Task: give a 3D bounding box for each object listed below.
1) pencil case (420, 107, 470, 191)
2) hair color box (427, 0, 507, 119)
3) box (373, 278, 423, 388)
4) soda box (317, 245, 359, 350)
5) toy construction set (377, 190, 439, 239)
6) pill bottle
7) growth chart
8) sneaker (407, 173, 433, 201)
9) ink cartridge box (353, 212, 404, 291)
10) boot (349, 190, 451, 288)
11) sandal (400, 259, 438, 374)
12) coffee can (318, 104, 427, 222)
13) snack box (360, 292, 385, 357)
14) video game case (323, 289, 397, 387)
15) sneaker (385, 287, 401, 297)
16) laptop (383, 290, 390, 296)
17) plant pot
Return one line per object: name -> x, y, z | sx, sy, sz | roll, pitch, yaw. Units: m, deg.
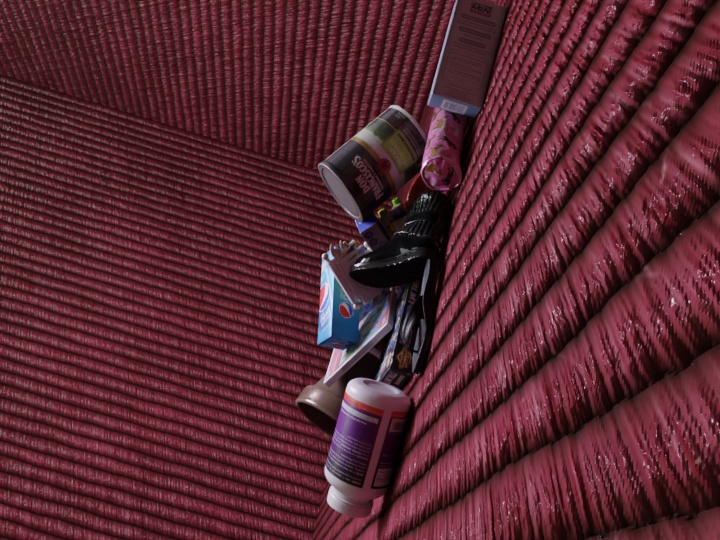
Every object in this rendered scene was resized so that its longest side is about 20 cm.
pencil case -> 0.166, -0.243, 1.108 | 0.083, 0.086, 0.202 | -45, 21, 45
hair color box -> 0.201, -0.403, 1.082 | 0.061, 0.097, 0.204 | 108, 177, -84
box -> 0.078, 0.138, 1.138 | 0.201, 0.049, 0.202 | 109, 177, -62
soda box -> -0.044, 0.057, 1.203 | 0.064, 0.067, 0.204 | -35, 47, 51
toy construction set -> 0.119, -0.136, 1.219 | 0.199, 0.092, 0.131 | -41, 6, 28
pill bottle -> 0.007, 0.288, 0.940 | 0.112, 0.110, 0.204 | -108, 34, -89
growth chart -> 0.000, 0.000, 1.184 | 0.018, 0.147, 0.199 | -30, -3, 30
sneaker -> 0.134, -0.126, 1.365 | 0.116, 0.077, 0.204 | 113, 174, -74
ink cartridge box -> 0.055, -0.049, 1.271 | 0.044, 0.201, 0.095 | -32, 35, 9
boot -> 0.079, -0.057, 1.107 | 0.079, 0.208, 0.160 | 43, -133, -41
sandal -> 0.095, 0.076, 0.967 | 0.076, 0.047, 0.204 | 102, 178, -64
coffee can -> 0.031, -0.221, 1.187 | 0.199, 0.147, 0.146 | -41, -5, -10
snack box -> 0.032, 0.131, 1.433 | 0.200, 0.052, 0.145 | 52, -139, -64
video game case -> 0.002, 0.140, 1.193 | 0.200, 0.017, 0.144 | -46, 12, 23
sneaker -> 0.079, 0.082, 1.399 | 0.200, 0.071, 0.073 | -72, -3, -74
laptop -> 0.111, -0.006, 1.529 | 0.199, 0.115, 0.189 | -9, 46, 59
plant pot -> -0.019, 0.274, 1.266 | 0.176, 0.198, 0.201 | -56, -7, -25
